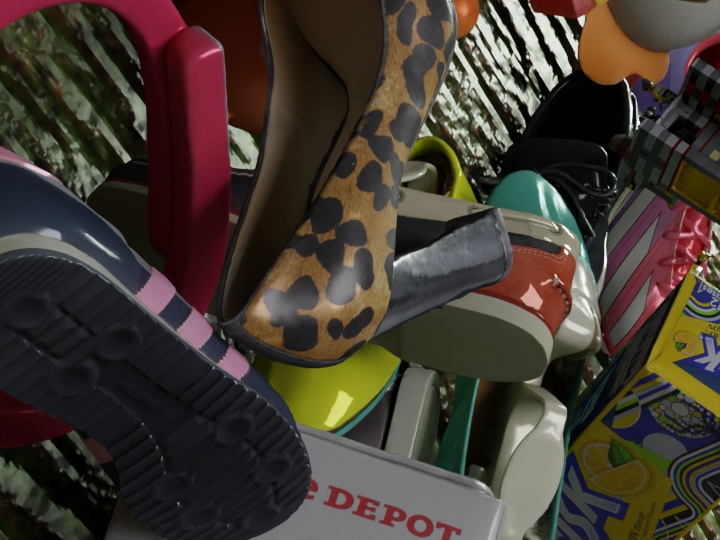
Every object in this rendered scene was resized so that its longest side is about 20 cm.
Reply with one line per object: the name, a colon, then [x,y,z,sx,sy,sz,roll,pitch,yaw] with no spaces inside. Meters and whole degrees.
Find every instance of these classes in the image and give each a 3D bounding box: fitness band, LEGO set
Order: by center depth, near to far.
fitness band: [-0.115,-0.024,0.795,0.143,0.037,0.201,-22,134,-26]
LEGO set: [0.191,-0.055,1.104,0.200,0.116,0.154,-50,165,-25]

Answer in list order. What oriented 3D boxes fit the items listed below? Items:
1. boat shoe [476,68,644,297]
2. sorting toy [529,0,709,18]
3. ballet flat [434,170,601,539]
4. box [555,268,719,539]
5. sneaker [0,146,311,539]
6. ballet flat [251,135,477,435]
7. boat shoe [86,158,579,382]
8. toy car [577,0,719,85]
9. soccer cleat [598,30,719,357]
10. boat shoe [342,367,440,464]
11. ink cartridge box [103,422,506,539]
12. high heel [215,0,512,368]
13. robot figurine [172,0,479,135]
boat shoe: [0.093,-0.033,1.091,0.200,0.074,0.063,-57,146,-45]
sorting toy: [0.054,-0.209,0.988,0.069,0.200,0.200,-31,115,-21]
ballet flat: [0.075,0.050,0.974,0.067,0.070,0.201,21,73,-28]
box: [0.124,0.088,1.021,0.070,0.200,0.064,34,53,0]
sneaker: [-0.080,0.025,0.770,0.200,0.070,0.082,54,7,-49]
ballet flat: [0.000,0.000,0.976,0.200,0.066,0.067,-49,139,-52]
boat shoe: [-0.011,-0.012,0.897,0.071,0.199,0.063,92,16,-57]
toy car: [0.152,-0.191,1.119,0.177,0.184,0.201,43,66,-38]
soccer cleat: [0.167,-0.035,1.183,0.067,0.076,0.201,16,73,-48]
boat shoe: [-0.018,0.132,0.954,0.072,0.060,0.202,77,28,-63]
ink cartridge box: [-0.041,0.165,0.844,0.084,0.144,0.201,105,4,-63]
high heel: [-0.027,-0.068,0.799,0.142,0.071,0.201,-21,86,-48]
robot figurine: [-0.024,-0.143,0.934,0.144,0.116,0.201,23,68,-64]
